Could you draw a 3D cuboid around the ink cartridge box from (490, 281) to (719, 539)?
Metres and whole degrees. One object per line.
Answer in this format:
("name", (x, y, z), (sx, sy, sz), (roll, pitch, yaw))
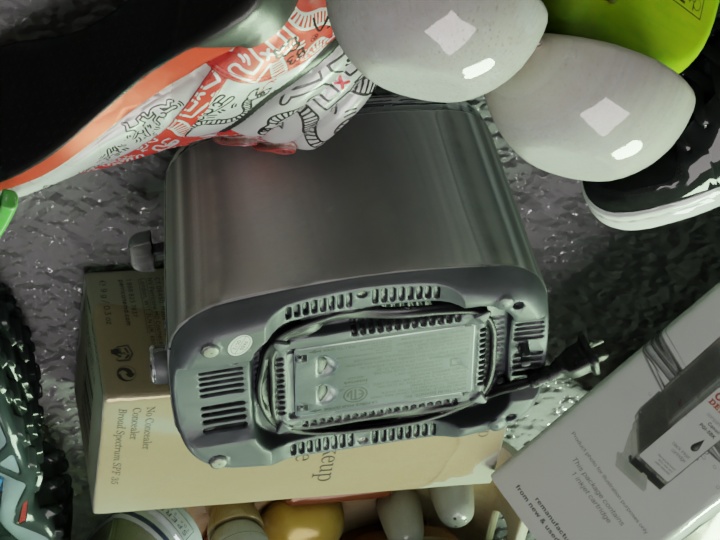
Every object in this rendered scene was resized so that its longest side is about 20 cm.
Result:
("ink cartridge box", (0.180, 0.058, 1.298), (0.200, 0.083, 0.147), (-43, 169, 30))

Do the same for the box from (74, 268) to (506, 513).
("box", (-0.032, 0.052, 1.280), (0.198, 0.078, 0.095), (-4, 140, -12))

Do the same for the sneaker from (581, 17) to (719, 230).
("sneaker", (0.168, -0.106, 1.168), (0.199, 0.073, 0.112), (-31, 135, 7))

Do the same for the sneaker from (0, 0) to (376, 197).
("sneaker", (-0.085, -0.067, 1.133), (0.201, 0.068, 0.108), (-29, 146, 25))

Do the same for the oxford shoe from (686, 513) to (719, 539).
("oxford shoe", (0.201, 0.176, 1.514), (0.075, 0.058, 0.201), (-13, 139, 3))

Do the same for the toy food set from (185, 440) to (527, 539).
("toy food set", (-0.013, 0.158, 1.425), (0.198, 0.061, 0.144), (-4, 139, -12))

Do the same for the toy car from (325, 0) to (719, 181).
("toy car", (0.048, -0.135, 1.044), (0.199, 0.176, 0.149), (24, 162, -37))

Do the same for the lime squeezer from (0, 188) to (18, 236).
("lime squeezer", (-0.202, -0.003, 1.169), (0.199, 0.038, 0.071), (-11, 135, 34))

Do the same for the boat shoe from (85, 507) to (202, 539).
("boat shoe", (-0.138, 0.175, 1.375), (0.062, 0.072, 0.200), (-42, 168, -35))

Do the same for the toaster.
("toaster", (0.000, 0.000, 1.188), (0.198, 0.130, 0.114), (-9, 141, -6))

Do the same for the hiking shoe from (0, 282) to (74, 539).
("hiking shoe", (-0.191, 0.081, 1.271), (0.086, 0.075, 0.201), (-6, 136, 1))
